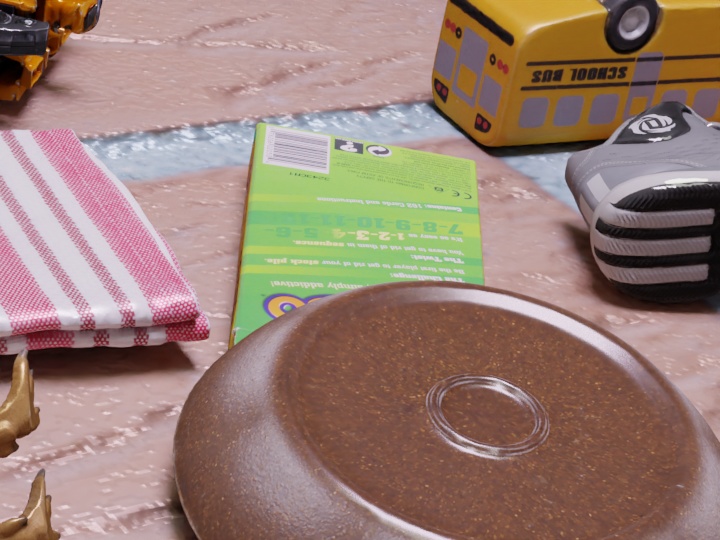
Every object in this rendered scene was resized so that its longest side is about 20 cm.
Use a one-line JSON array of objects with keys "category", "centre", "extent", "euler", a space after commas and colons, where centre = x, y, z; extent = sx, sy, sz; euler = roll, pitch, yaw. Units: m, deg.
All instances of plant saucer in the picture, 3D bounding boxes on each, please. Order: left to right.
[{"category": "plant saucer", "centre": [0.039, 0.060, 0.836], "extent": [0.200, 0.037, 0.201], "euler": [9, 34, -6]}]

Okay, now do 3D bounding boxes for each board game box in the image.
[{"category": "board game box", "centre": [0.000, 0.000, 0.979], "extent": [0.095, 0.030, 0.200], "euler": [10, 25, -4]}]

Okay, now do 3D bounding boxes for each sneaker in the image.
[{"category": "sneaker", "centre": [0.181, -0.039, 1.081], "extent": [0.199, 0.075, 0.116], "euler": [2, 25, -17]}]

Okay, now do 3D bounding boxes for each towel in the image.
[{"category": "towel", "centre": [-0.170, -0.004, 0.922], "extent": [0.199, 0.030, 0.146], "euler": [-5, 30, -25]}]

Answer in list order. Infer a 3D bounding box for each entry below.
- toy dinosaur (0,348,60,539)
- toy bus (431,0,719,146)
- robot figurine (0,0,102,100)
[{"category": "toy dinosaur", "centre": [-0.149, 0.071, 0.766], "extent": [0.106, 0.061, 0.200], "euler": [-8, 31, 0]}, {"category": "toy bus", "centre": [0.137, -0.108, 1.191], "extent": [0.200, 0.078, 0.065], "euler": [-6, 30, -31]}, {"category": "robot figurine", "centre": [-0.212, -0.125, 1.105], "extent": [0.199, 0.058, 0.145], "euler": [13, 27, 4]}]
